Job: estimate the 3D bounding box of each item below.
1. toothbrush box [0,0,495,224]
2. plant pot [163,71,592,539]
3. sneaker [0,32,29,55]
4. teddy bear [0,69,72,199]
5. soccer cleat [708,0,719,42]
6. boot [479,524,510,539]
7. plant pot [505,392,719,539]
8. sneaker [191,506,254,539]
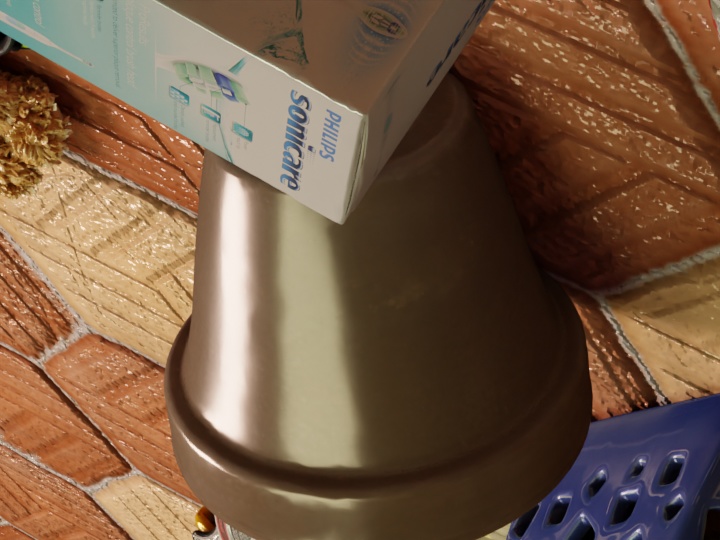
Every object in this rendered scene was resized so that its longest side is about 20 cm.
[{"bbox_3d":[-0.050,-0.134,0.710,0.200,0.146,0.085,31,156,8],"label":"toothbrush box"},{"bbox_3d":[0.000,0.000,0.885,0.200,0.200,0.175,17,133,32],"label":"plant pot"},{"bbox_3d":[-0.146,-0.114,0.861,0.200,0.083,0.072,14,130,-23],"label":"sneaker"},{"bbox_3d":[-0.254,-0.109,1.104,0.200,0.067,0.145,45,151,-24],"label":"teddy bear"},{"bbox_3d":[0.134,-0.097,0.622,0.069,0.085,0.200,25,154,18],"label":"soccer cleat"},{"bbox_3d":[0.017,0.121,1.189,0.200,0.073,0.155,24,152,8],"label":"boot"},{"bbox_3d":[0.176,0.198,1.006,0.200,0.180,0.200,39,155,-13],"label":"plant pot"},{"bbox_3d":[-0.081,0.201,1.471,0.082,0.078,0.200,33,147,12],"label":"sneaker"}]
